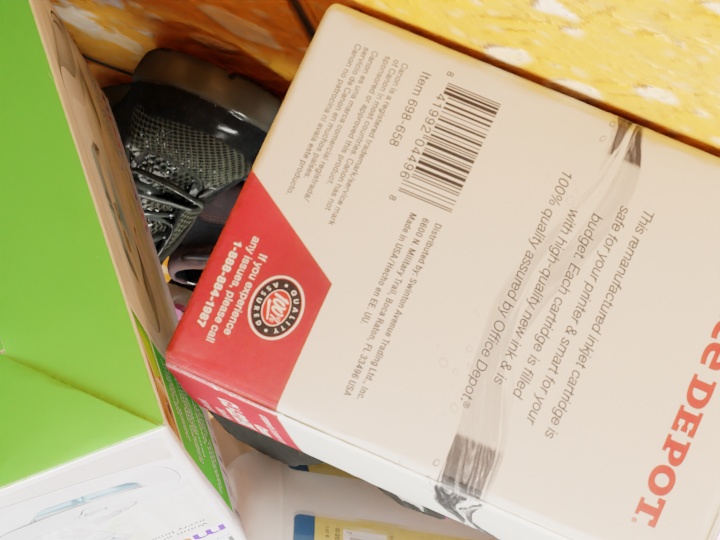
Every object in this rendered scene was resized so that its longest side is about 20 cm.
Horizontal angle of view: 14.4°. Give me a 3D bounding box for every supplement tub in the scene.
[{"bbox_3d":[0.026,0.168,1.351,0.199,0.145,0.145,10,171,-11],"label":"supplement tub"}]

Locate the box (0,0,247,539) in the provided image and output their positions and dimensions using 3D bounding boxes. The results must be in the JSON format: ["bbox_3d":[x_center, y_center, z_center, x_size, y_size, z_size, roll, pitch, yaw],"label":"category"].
[{"bbox_3d":[-0.126,0.008,1.046,0.096,0.201,0.177,-20,160,2],"label":"box"}]

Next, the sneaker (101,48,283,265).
[{"bbox_3d":[-0.092,-0.028,1.205,0.076,0.115,0.199,29,163,-20],"label":"sneaker"}]

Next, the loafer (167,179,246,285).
[{"bbox_3d":[0.000,0.000,1.251,0.199,0.063,0.072,17,164,35],"label":"loafer"}]

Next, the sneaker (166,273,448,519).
[{"bbox_3d":[-0.001,0.043,1.296,0.199,0.086,0.081,25,143,31],"label":"sneaker"}]

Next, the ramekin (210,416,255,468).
[{"bbox_3d":[0.017,0.128,1.514,0.200,0.105,0.200,50,-174,-7],"label":"ramekin"}]

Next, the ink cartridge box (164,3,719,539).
[{"bbox_3d":[0.054,0.015,1.012,0.199,0.145,0.084,23,170,12],"label":"ink cartridge box"}]

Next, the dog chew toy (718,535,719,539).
[{"bbox_3d":[0.126,0.138,1.252,0.124,0.201,0.125,26,168,6],"label":"dog chew toy"}]
